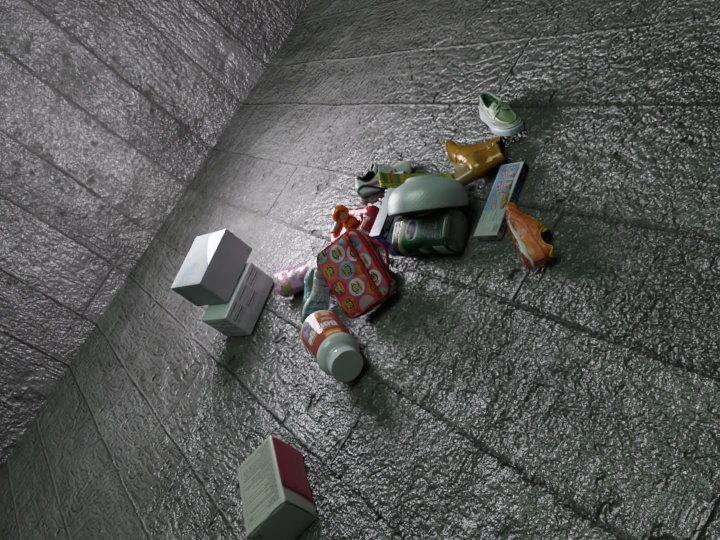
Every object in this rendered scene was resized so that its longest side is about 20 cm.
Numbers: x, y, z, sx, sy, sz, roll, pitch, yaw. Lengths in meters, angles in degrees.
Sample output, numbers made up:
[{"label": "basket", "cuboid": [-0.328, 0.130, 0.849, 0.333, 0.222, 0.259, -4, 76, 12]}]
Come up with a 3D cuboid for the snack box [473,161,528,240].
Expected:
[{"label": "snack box", "cuboid": [0.328, -0.162, 1.612, 0.071, 0.024, 0.203, -2, 59, 53]}]

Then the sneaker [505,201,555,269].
[{"label": "sneaker", "cuboid": [0.358, -0.078, 1.472, 0.076, 0.074, 0.202, -22, 43, 6]}]

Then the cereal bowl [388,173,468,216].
[{"label": "cereal bowl", "cuboid": [0.161, -0.185, 1.683, 0.198, 0.197, 0.085, -6, 91, 49]}]

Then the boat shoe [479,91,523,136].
[{"label": "boat shoe", "cuboid": [0.347, -0.397, 1.758, 0.071, 0.063, 0.201, -27, 33, -4]}]

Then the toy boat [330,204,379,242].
[{"label": "toy boat", "cuboid": [-0.029, -0.136, 1.952, 0.198, 0.130, 0.132, -1, 59, 52]}]

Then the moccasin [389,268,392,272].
[{"label": "moccasin", "cuboid": [-0.002, 0.014, 1.833, 0.198, 0.068, 0.082, -10, 52, 48]}]

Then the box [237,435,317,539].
[{"label": "box", "cuboid": [-0.192, 0.505, 1.577, 0.128, 0.108, 0.201, -45, 33, 12]}]

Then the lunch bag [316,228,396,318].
[{"label": "lunch bag", "cuboid": [0.000, 0.000, 1.745, 0.175, 0.082, 0.202, -35, 80, 19]}]

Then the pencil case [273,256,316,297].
[{"label": "pencil case", "cuboid": [-0.172, 0.021, 2.040, 0.198, 0.087, 0.089, -21, 44, 42]}]

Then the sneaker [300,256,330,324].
[{"label": "sneaker", "cuboid": [-0.125, 0.053, 1.915, 0.091, 0.076, 0.204, 39, 113, 57]}]

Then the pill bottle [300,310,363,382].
[{"label": "pill bottle", "cuboid": [-0.068, 0.188, 1.713, 0.113, 0.112, 0.200, -51, 32, 3]}]

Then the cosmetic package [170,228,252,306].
[{"label": "cosmetic package", "cuboid": [-0.476, -0.006, 2.213, 0.198, 0.122, 0.203, -8, 53, 47]}]

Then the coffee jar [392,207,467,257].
[{"label": "coffee jar", "cuboid": [0.164, -0.088, 1.693, 0.198, 0.084, 0.107, -4, 71, 50]}]

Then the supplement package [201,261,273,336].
[{"label": "supplement package", "cuboid": [-0.392, 0.095, 2.224, 0.154, 0.110, 0.203, -9, 52, 48]}]

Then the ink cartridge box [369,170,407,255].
[{"label": "ink cartridge box", "cuboid": [0.098, -0.152, 1.836, 0.044, 0.094, 0.203, -6, 54, 49]}]

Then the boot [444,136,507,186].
[{"label": "boot", "cuboid": [0.295, -0.300, 1.760, 0.142, 0.071, 0.203, -30, 36, 18]}]

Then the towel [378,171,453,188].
[{"label": "towel", "cuboid": [0.144, -0.237, 1.791, 0.087, 0.195, 0.018, -98, 9, -60]}]

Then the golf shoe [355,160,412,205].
[{"label": "golf shoe", "cuboid": [0.069, -0.266, 1.939, 0.199, 0.094, 0.072, -36, 31, -27]}]
